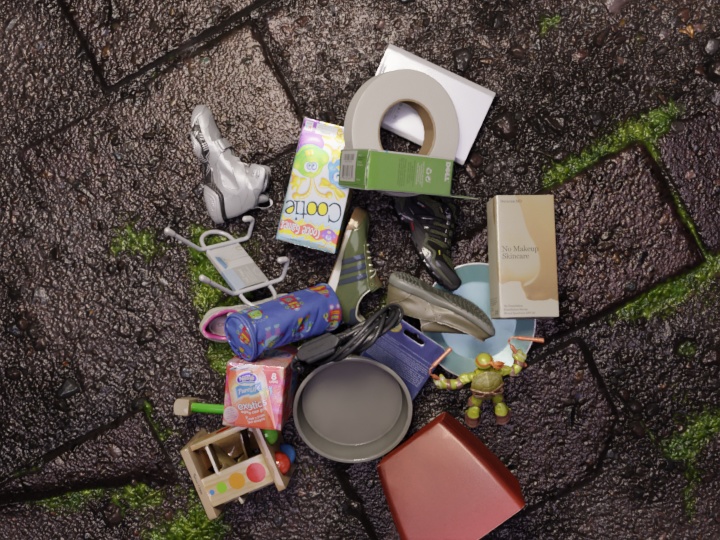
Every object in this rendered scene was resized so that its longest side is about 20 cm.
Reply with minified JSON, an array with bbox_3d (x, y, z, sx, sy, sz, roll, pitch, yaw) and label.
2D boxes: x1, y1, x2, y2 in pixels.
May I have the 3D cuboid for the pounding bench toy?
[{"bbox_3d":[-0.211,0.283,1.327,0.155,0.124,0.202,-23,91,4],"label":"pounding bench toy"}]

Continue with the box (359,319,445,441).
[{"bbox_3d":[0.047,0.181,1.342,0.121,0.032,0.201,34,104,1],"label":"box"}]

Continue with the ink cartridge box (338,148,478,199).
[{"bbox_3d":[0.076,-0.148,1.196,0.198,0.104,0.060,2,98,-25],"label":"ink cartridge box"}]

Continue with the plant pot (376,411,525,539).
[{"bbox_3d":[0.134,0.349,1.286,0.199,0.200,0.177,-37,81,4],"label":"plant pot"}]

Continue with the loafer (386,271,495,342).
[{"bbox_3d":[0.130,0.071,1.306,0.198,0.075,0.070,26,107,5],"label":"loafer"}]

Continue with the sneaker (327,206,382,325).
[{"bbox_3d":[0.000,0.000,1.330,0.089,0.067,0.202,20,101,4],"label":"sneaker"}]

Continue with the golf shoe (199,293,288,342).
[{"bbox_3d":[-0.179,0.087,1.333,0.198,0.092,0.076,-13,91,2],"label":"golf shoe"}]

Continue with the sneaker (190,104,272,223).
[{"bbox_3d":[-0.217,-0.188,1.331,0.113,0.075,0.202,-10,97,3],"label":"sneaker"}]

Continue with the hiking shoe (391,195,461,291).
[{"bbox_3d":[0.131,-0.066,1.309,0.100,0.076,0.201,-28,83,1],"label":"hiking shoe"}]

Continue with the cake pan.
[{"bbox_3d":[-0.013,0.227,1.303,0.198,0.037,0.203,0,112,-1],"label":"cake pan"}]

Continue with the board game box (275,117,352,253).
[{"bbox_3d":[-0.064,-0.140,1.307,0.102,0.105,0.202,14,94,2],"label":"board game box"}]

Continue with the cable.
[{"bbox_3d":[-0.012,0.109,1.254,0.199,0.163,0.051,-27,84,17],"label":"cable"}]

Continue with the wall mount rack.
[{"bbox_3d":[-0.220,-0.020,1.277,0.200,0.173,0.075,47,135,30],"label":"wall mount rack"}]

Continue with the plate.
[{"bbox_3d":[0.202,0.087,1.344,0.197,0.026,0.203,0,92,3],"label":"plate"}]

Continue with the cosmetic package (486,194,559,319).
[{"bbox_3d":[0.267,-0.021,1.293,0.104,0.071,0.203,-2,85,-4],"label":"cosmetic package"}]

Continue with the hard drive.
[{"bbox_3d":[0.112,-0.282,1.330,0.198,0.025,0.133,25,94,2],"label":"hard drive"}]

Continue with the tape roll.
[{"bbox_3d":[0.069,-0.220,1.260,0.201,0.037,0.205,-4,99,-26],"label":"tape roll"}]

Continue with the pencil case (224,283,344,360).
[{"bbox_3d":[-0.120,0.083,1.246,0.078,0.199,0.088,38,129,33],"label":"pencil case"}]

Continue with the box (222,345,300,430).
[{"bbox_3d":[-0.156,0.184,1.280,0.093,0.200,0.104,4,93,3],"label":"box"}]

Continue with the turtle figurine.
[{"bbox_3d":[0.218,0.189,1.295,0.198,0.065,0.163,-16,127,-5],"label":"turtle figurine"}]
